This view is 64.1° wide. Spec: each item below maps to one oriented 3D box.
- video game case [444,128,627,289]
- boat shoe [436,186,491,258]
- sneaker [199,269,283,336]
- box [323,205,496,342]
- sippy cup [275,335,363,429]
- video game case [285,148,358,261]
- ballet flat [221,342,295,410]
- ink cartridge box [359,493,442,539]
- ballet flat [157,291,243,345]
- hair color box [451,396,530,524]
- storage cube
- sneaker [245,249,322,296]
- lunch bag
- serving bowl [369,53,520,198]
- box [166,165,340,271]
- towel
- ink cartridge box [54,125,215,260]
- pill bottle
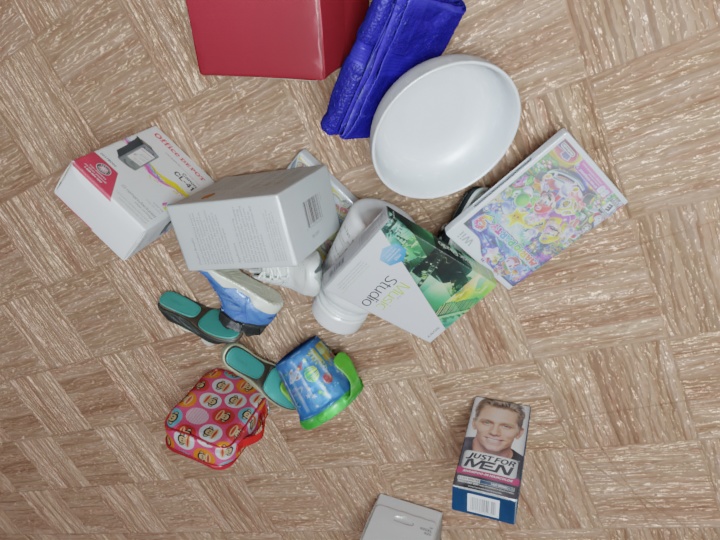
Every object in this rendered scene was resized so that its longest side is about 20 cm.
[{"bbox_3d":[0.234,-0.074,0.775,0.143,0.018,0.200,37,118,-24],"label":"video game case"},{"bbox_3d":[0.138,-0.037,0.855,0.060,0.075,0.201,42,121,46],"label":"boat shoe"},{"bbox_3d":[-0.250,0.045,1.060,0.199,0.077,0.111,33,115,-7],"label":"sneaker"},{"bbox_3d":[0.069,0.013,0.797,0.199,0.036,0.144,27,124,-27],"label":"box"},{"bbox_3d":[-0.083,0.198,1.061,0.177,0.140,0.131,-34,93,10],"label":"sippy cup"},{"bbox_3d":[-0.071,-0.069,0.952,0.200,0.023,0.182,43,126,-6],"label":"video game case"},{"bbox_3d":[-0.198,0.208,1.150,0.069,0.070,0.200,-31,115,34],"label":"ballet flat"},{"bbox_3d":[0.085,0.613,1.223,0.146,0.145,0.201,8,122,19],"label":"ink cartridge box"},{"bbox_3d":[-0.312,0.103,1.138,0.199,0.068,0.069,25,137,19],"label":"ballet flat"},{"bbox_3d":[0.217,0.303,0.944,0.099,0.200,0.061,7,123,19],"label":"hair color box"},{"bbox_3d":[-0.098,-0.346,0.704,0.199,0.171,0.181,8,123,18],"label":"storage cube"},{"bbox_3d":[-0.124,0.000,0.896,0.199,0.087,0.075,8,98,55],"label":"sneaker"},{"bbox_3d":[-0.270,0.294,1.148,0.175,0.200,0.082,17,120,13],"label":"lunch bag"},{"bbox_3d":[0.101,-0.190,0.741,0.199,0.066,0.201,-12,140,-10],"label":"serving bowl"},{"bbox_3d":[-0.157,-0.079,0.871,0.199,0.152,0.107,-2,114,27],"label":"box"},{"bbox_3d":[0.043,-0.250,0.719,0.050,0.147,0.201,53,132,26],"label":"towel"},{"bbox_3d":[-0.353,-0.131,0.923,0.148,0.200,0.086,44,125,-7],"label":"ink cartridge box"},{"bbox_3d":[0.000,0.000,0.880,0.114,0.114,0.201,31,126,3],"label":"pill bottle"}]
